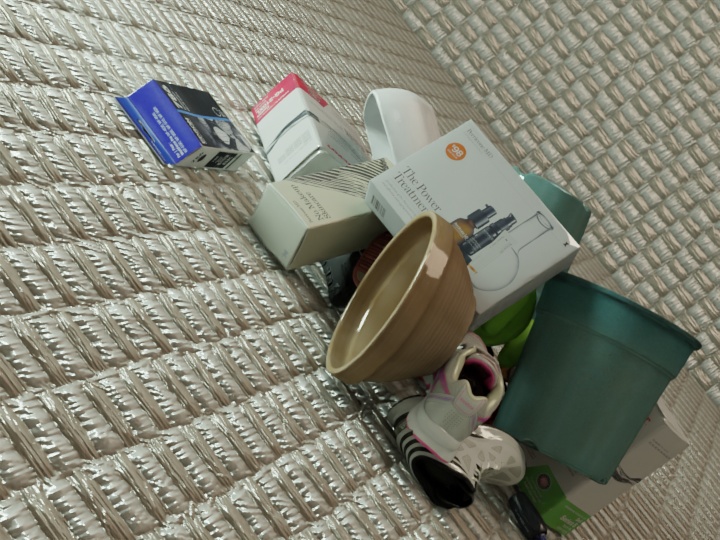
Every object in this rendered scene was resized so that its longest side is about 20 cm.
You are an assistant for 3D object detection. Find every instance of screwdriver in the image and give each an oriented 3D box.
[{"bbox_3d":[0.227,0.334,1.621,0.028,0.029,0.200,29,20,-52],"label":"screwdriver"}]

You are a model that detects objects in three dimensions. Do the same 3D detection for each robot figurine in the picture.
[{"bbox_3d":[0.150,0.030,1.746,0.175,0.116,0.200,41,0,-6],"label":"robot figurine"}]

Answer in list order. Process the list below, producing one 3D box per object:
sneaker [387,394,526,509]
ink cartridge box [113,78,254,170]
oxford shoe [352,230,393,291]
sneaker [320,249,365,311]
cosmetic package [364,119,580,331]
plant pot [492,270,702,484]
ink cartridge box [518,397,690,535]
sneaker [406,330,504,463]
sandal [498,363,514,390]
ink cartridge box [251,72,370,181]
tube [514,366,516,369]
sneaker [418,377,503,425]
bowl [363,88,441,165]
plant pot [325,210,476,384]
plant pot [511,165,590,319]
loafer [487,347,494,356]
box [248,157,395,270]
[{"bbox_3d":[0.112,0.221,1.532,0.200,0.076,0.116,28,34,-36],"label":"sneaker"},{"bbox_3d":[-0.195,-0.163,1.607,0.100,0.039,0.200,53,16,8],"label":"ink cartridge box"},{"bbox_3d":[0.065,-0.014,1.655,0.070,0.075,0.200,33,49,28],"label":"oxford shoe"},{"bbox_3d":[0.000,0.000,1.726,0.088,0.076,0.201,44,25,-34],"label":"sneaker"},{"bbox_3d":[0.124,-0.053,1.593,0.200,0.150,0.052,51,-24,17],"label":"cosmetic package"},{"bbox_3d":[0.260,0.128,1.648,0.200,0.197,0.200,28,-3,1],"label":"plant pot"},{"bbox_3d":[0.284,0.207,1.763,0.084,0.200,0.146,38,19,-47],"label":"ink cartridge box"},{"bbox_3d":[0.114,0.117,1.494,0.081,0.088,0.200,40,27,-11],"label":"sneaker"},{"bbox_3d":[0.204,0.164,1.934,0.200,0.054,0.082,-75,152,-54],"label":"sandal"},{"bbox_3d":[-0.054,-0.148,1.878,0.145,0.084,0.200,40,18,-34],"label":"ink cartridge box"},{"bbox_3d":[0.251,0.172,1.898,0.058,0.052,0.200,-82,158,-45],"label":"tube"},{"bbox_3d":[0.103,0.125,1.746,0.200,0.073,0.077,49,-11,-2],"label":"sneaker"},{"bbox_3d":[0.065,-0.132,1.805,0.200,0.074,0.201,126,-51,-85],"label":"bowl"},{"bbox_3d":[0.055,0.046,1.483,0.093,0.201,0.201,34,18,-12],"label":"plant pot"},{"bbox_3d":[0.213,-0.029,1.987,0.200,0.197,0.200,27,-3,2],"label":"plant pot"},{"bbox_3d":[0.124,0.073,1.883,0.200,0.070,0.068,35,21,-44],"label":"loafer"},{"bbox_3d":[-0.025,-0.068,1.641,0.200,0.069,0.082,-18,57,-46],"label":"box"}]
